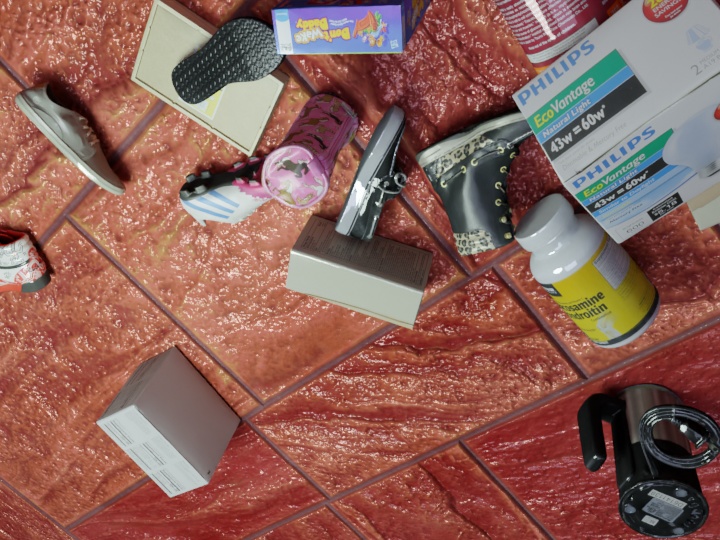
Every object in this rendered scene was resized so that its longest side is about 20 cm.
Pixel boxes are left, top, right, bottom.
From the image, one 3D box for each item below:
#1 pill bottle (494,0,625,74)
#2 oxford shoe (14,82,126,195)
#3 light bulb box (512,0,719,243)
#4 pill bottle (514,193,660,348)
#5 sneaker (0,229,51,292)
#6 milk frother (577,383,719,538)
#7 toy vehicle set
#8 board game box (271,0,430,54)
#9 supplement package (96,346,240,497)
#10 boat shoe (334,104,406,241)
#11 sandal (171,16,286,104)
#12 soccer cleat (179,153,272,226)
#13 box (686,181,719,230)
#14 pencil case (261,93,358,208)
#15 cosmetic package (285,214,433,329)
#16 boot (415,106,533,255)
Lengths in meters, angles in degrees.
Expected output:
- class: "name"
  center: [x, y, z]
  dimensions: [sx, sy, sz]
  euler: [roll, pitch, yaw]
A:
- class: "pill bottle"
  center: [0.195, -0.314, 0.713]
  dimensions: [0.112, 0.114, 0.201]
  euler: [-28, 112, 29]
- class: "oxford shoe"
  center: [-0.421, -0.196, 1.000]
  dimensions: [0.058, 0.075, 0.201]
  euler: [-42, 109, -4]
- class: "light bulb box"
  center: [0.298, -0.157, 0.698]
  dimensions: [0.197, 0.127, 0.198]
  euler: [-36, 147, 23]
- class: "pill bottle"
  center: [0.296, -0.001, 0.888]
  dimensions: [0.200, 0.113, 0.111]
  euler: [44, 123, -14]
- class: "sneaker"
  center: [-0.651, -0.014, 1.181]
  dimensions: [0.196, 0.068, 0.110]
  euler: [-5, 120, 15]
- class: "milk frother"
  center: [0.430, 0.231, 0.954]
  dimensions: [0.179, 0.189, 0.200]
  euler: [36, 124, -11]
- class: "toy vehicle set"
  center: [-0.207, -0.262, 0.915]
  dimensions: [0.198, 0.027, 0.125]
  euler: [32, 125, -6]
- class: "board game box"
  center: [-0.002, -0.289, 0.732]
  dimensions: [0.131, 0.201, 0.046]
  euler: [4, 125, 13]
- class: "supplement package"
  center: [-0.343, 0.275, 1.224]
  dimensions: [0.109, 0.157, 0.201]
  euler: [-24, 113, 29]
- class: "boat shoe"
  center: [0.028, -0.124, 0.910]
  dimensions: [0.067, 0.074, 0.202]
  euler: [20, 119, -8]
- class: "sandal"
  center: [-0.168, -0.272, 0.861]
  dimensions: [0.197, 0.045, 0.076]
  euler: [-10, 114, 38]
- class: "soccer cleat"
  center: [-0.172, -0.113, 0.987]
  dimensions: [0.195, 0.071, 0.087]
  euler: [-6, 137, 22]
- class: "box"
  center: [0.465, -0.137, 0.764]
  dimensions: [0.198, 0.096, 0.078]
  euler: [-28, 112, 27]
- class: "pencil case"
  center: [-0.059, -0.153, 0.837]
  dimensions: [0.081, 0.201, 0.088]
  euler: [24, 125, -3]
- class: "cosmetic package"
  center: [0.000, 0.000, 0.980]
  dimensions: [0.196, 0.104, 0.074]
  euler: [17, 127, 5]
- class: "boot"
  center: [0.181, -0.116, 0.850]
  dimensions: [0.200, 0.073, 0.157]
  euler: [-17, 100, 33]
